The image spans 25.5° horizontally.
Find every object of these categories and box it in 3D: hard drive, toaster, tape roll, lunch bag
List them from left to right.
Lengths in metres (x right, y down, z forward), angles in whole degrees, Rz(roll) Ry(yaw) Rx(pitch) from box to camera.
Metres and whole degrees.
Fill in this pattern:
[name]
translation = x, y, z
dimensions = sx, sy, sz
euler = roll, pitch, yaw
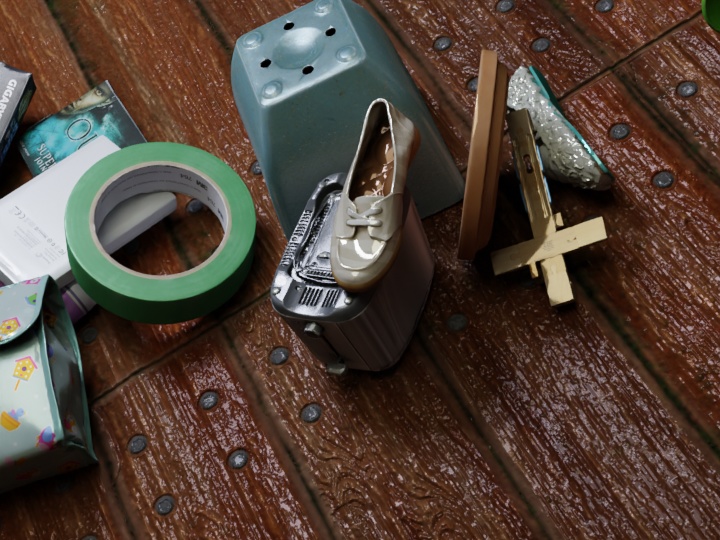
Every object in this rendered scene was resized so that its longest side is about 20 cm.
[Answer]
[lunch bag]
translation = -0.366, 0.112, 1.581
dimensions = 0.169, 0.122, 0.202
euler = -18, 69, 8
[hard drive]
translation = -0.315, -0.056, 1.711
dimensions = 0.199, 0.027, 0.132
euler = -37, 60, -26
[tape roll]
translation = -0.208, -0.041, 1.659
dimensions = 0.198, 0.048, 0.202
euler = 3, 56, -4
[toaster]
translation = 0.000, 0.000, 1.532
dimensions = 0.113, 0.130, 0.201
euler = 6, 57, 26

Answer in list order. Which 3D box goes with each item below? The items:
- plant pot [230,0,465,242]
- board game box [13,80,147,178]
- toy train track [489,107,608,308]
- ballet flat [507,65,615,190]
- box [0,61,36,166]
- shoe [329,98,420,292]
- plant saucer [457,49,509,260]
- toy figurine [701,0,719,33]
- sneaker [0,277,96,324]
[plant pot]
translation = -0.031, -0.162, 1.627
dimensions = 0.195, 0.201, 0.197
euler = -25, 47, 2
[board game box]
translation = -0.309, -0.125, 1.832
dimensions = 0.135, 0.028, 0.200
euler = -34, 49, -4
[toy train track]
translation = 0.176, -0.059, 1.536
dimensions = 0.114, 0.033, 0.202
euler = -18, 70, 17
[ballet flat]
translation = 0.192, -0.130, 1.603
dimensions = 0.071, 0.072, 0.201
euler = -27, 42, 1
[box]
translation = -0.510, -0.171, 1.865
dimensions = 0.197, 0.050, 0.202
euler = 20, 74, 5
[shoe]
translation = 0.008, -0.071, 1.462
dimensions = 0.069, 0.054, 0.202
euler = -2, 53, 22
[plant saucer]
translation = 0.119, -0.110, 1.528
dimensions = 0.032, 0.201, 0.202
euler = 7, 54, 3
[toy figurine]
translation = 0.402, -0.365, 1.678
dimensions = 0.200, 0.150, 0.185
euler = -49, 32, 14
[sneaker]
translation = -0.386, 0.014, 1.729
dimensions = 0.114, 0.073, 0.200
euler = -43, 50, -9
